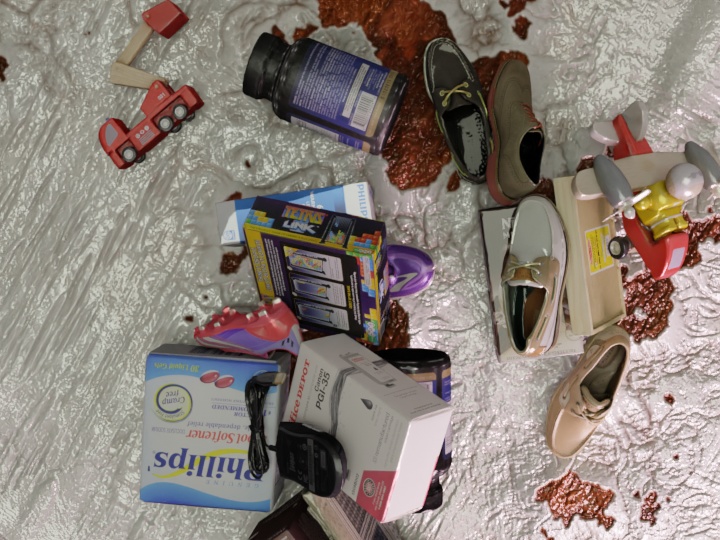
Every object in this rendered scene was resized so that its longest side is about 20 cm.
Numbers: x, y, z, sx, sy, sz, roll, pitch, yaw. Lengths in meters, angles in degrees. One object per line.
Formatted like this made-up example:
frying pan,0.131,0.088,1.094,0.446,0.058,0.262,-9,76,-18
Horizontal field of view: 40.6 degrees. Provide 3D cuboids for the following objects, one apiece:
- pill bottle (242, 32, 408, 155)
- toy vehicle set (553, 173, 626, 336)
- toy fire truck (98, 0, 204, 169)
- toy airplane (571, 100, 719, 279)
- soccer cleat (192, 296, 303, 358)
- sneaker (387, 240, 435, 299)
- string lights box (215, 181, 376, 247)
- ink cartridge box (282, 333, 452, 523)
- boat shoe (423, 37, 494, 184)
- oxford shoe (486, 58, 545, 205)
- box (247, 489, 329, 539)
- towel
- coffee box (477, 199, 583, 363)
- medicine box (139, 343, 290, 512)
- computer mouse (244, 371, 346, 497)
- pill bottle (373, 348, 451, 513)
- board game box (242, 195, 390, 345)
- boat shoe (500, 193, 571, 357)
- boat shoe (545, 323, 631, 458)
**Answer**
pill bottle,-0.047,-0.234,1.266,0.199,0.112,0.113,22,95,1
toy vehicle set,0.298,-0.026,1.257,0.026,0.124,0.202,-5,94,36
toy fire truck,-0.289,-0.248,1.311,0.200,0.049,0.141,-38,91,6
toy airplane,0.370,-0.117,1.223,0.199,0.141,0.201,39,69,-20
soccer cleat,-0.151,0.087,1.277,0.199,0.067,0.077,-15,108,46
sneaker,0.000,0.000,1.295,0.198,0.083,0.081,3,95,3
string lights box,-0.082,-0.074,1.284,0.198,0.103,0.059,-8,90,4
ink cartridge box,0.001,0.189,1.199,0.200,0.082,0.147,31,116,38
boat shoe,0.134,-0.212,1.282,0.071,0.061,0.203,-18,93,5
oxford shoe,0.210,-0.185,1.249,0.070,0.075,0.202,13,71,-34
box,-0.098,0.361,1.270,0.100,0.200,0.075,-37,91,6
towel,-0.008,0.332,1.266,0.034,0.193,0.201,-31,94,13
coffee box,0.222,0.012,1.284,0.112,0.080,0.202,-8,94,5
medicine box,-0.194,0.208,1.313,0.181,0.103,0.202,4,94,3
computer mouse,-0.074,0.193,1.187,0.046,0.199,0.142,-7,93,-39
pill bottle,0.065,0.210,1.285,0.111,0.112,0.202,0,94,3
board game box,-0.049,0.004,1.215,0.164,0.201,0.057,14,56,12
boat shoe,0.214,0.007,1.199,0.074,0.068,0.202,-1,94,32
boat shoe,0.299,0.168,1.288,0.071,0.065,0.201,18,108,0
